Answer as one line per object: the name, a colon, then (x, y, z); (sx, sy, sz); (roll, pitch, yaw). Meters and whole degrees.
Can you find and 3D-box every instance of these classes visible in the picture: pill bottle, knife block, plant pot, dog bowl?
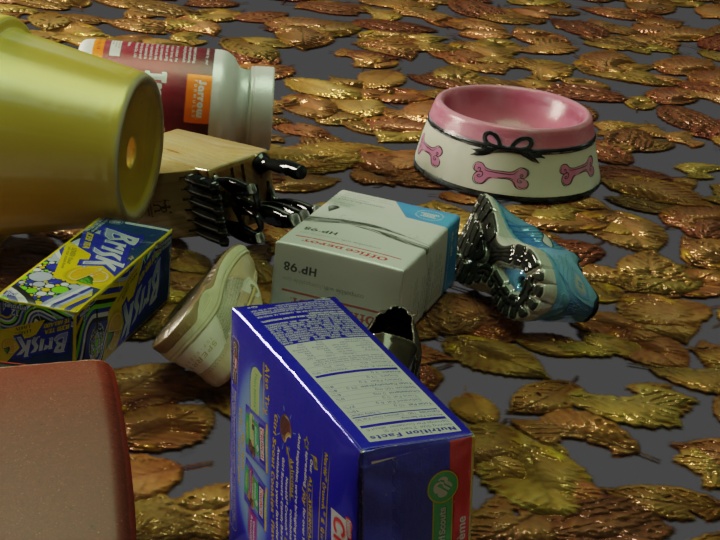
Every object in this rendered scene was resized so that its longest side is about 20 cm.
pill bottle: (-0.188, -0.172, 1.911); (0.199, 0.114, 0.113); (4, 21, -4)
knife block: (-0.113, -0.078, 1.708); (0.175, 0.064, 0.200); (-4, 19, 9)
plant pot: (-0.202, 0.181, 0.911); (0.199, 0.201, 0.176); (-3, 34, -23)
dog bowl: (0.157, -0.137, 1.968); (0.199, 0.074, 0.200); (4, 21, -2)
plant pot: (-0.276, -0.113, 1.605); (0.188, 0.202, 0.201); (8, 21, 11)

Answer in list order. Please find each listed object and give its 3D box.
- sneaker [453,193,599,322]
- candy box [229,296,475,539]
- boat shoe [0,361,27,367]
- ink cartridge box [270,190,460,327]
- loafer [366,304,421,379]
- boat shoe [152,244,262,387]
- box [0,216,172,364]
sneaker: (0.144, 0.000, 1.643); (0.090, 0.079, 0.200); (17, 19, -25)
candy box: (-0.010, 0.130, 1.099); (0.077, 0.170, 0.200); (-7, 25, -22)
boat shoe: (-0.258, 0.095, 1.282); (0.200, 0.074, 0.063); (3, -17, 22)
ink cartridge box: (0.000, 0.000, 1.579); (0.115, 0.067, 0.200); (13, 22, 16)
loafer: (0.006, 0.080, 1.369); (0.073, 0.072, 0.200); (7, 21, 3)
boat shoe: (-0.107, 0.037, 1.473); (0.065, 0.072, 0.200); (42, 16, -6)
box: (-0.213, 0.021, 1.476); (0.070, 0.065, 0.200); (10, 22, 13)
